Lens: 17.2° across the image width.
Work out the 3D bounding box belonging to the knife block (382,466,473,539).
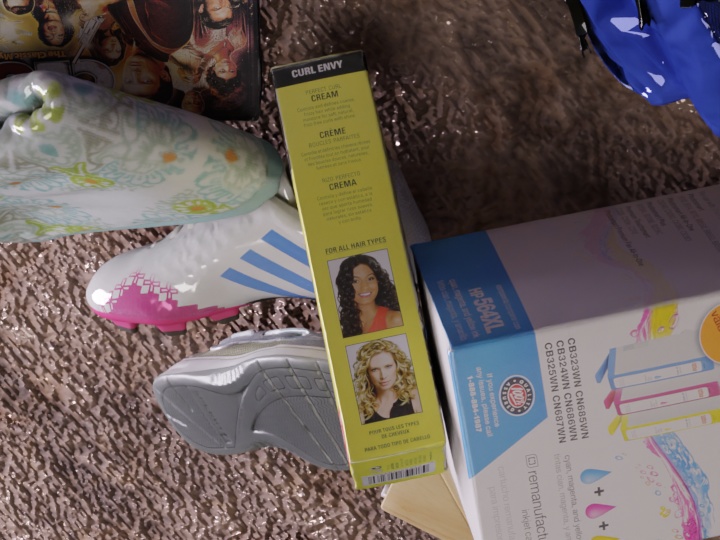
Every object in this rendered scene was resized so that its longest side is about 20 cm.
[{"bbox_3d":[0.110,0.116,1.281,0.175,0.064,0.200,24,131,3],"label":"knife block"}]

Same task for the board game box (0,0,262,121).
[{"bbox_3d":[-0.149,-0.134,1.175,0.199,0.035,0.136,0,135,-1],"label":"board game box"}]

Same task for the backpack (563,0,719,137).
[{"bbox_3d":[0.149,-0.173,0.985,0.167,0.163,0.200,-13,121,34],"label":"backpack"}]

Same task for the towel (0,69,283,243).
[{"bbox_3d":[-0.166,-0.051,1.202,0.199,0.171,0.048,-10,78,36],"label":"towel"}]

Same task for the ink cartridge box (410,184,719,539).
[{"bbox_3d":[0.138,0.047,1.137,0.199,0.125,0.129,-12,113,-2],"label":"ink cartridge box"}]

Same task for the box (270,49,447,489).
[{"bbox_3d":[0.000,0.000,1.154,0.050,0.201,0.075,-12,166,-1],"label":"box"}]

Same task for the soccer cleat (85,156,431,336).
[{"bbox_3d":[-0.058,-0.019,1.262,0.199,0.070,0.087,-5,114,20],"label":"soccer cleat"}]

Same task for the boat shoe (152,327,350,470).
[{"bbox_3d":[-0.030,0.060,1.264,0.202,0.065,0.075,-8,119,51],"label":"boat shoe"}]
